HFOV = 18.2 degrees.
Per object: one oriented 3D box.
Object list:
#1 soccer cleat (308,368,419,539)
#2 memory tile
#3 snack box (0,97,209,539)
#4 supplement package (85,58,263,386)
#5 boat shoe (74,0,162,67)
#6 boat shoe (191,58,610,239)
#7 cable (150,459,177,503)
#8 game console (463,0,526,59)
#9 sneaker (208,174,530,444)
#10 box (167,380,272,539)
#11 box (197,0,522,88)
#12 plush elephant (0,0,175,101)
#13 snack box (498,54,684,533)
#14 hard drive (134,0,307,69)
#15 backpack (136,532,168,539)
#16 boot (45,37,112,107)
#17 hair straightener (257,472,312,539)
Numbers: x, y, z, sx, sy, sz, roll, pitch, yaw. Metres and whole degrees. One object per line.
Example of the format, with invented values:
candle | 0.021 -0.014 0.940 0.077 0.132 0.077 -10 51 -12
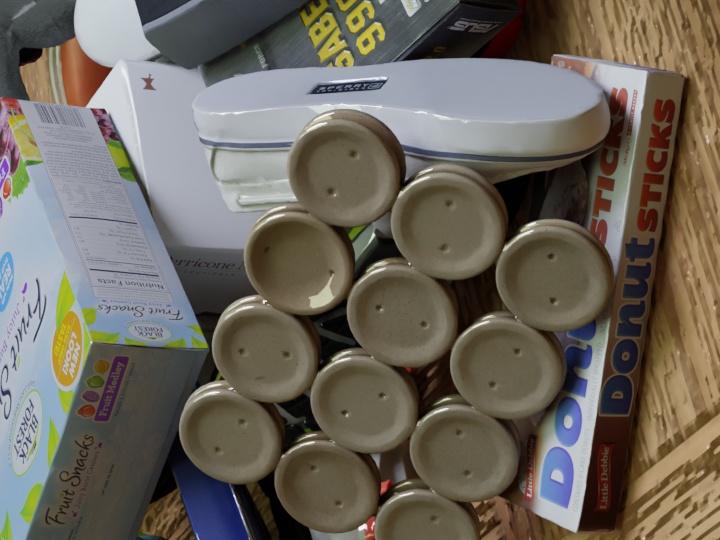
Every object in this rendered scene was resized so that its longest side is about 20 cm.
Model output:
soccer cleat | -0.005 0.104 1.108 0.077 0.069 0.201 -28 54 35
memory tile | 0.011 0.037 0.986 0.017 0.153 0.201 -62 -3 -59
snack box | -0.155 0.038 1.145 0.200 0.067 0.169 60 137 45
supplement package | -0.112 -0.015 1.260 0.200 0.116 0.118 -45 49 50
boat shoe | -0.074 -0.189 1.207 0.072 0.066 0.200 39 101 15
boat shoe | 0.019 -0.049 0.994 0.199 0.071 0.070 0 117 26
cable | -0.154 0.113 1.282 0.051 0.163 0.200 60 -176 -4
game console | 0.023 -0.206 1.088 0.176 0.031 0.201 23 107 41
sneaker | 0.000 0.000 1.081 0.200 0.074 0.081 -47 24 7
box | -0.062 0.141 1.133 0.200 0.032 0.121 73 175 -51
box | -0.026 -0.162 1.082 0.158 0.048 0.201 -38 64 35
plush elephant | -0.202 -0.176 1.289 0.164 0.200 0.155 -36 21 0
snack box | 0.098 0.009 0.986 0.072 0.024 0.201 19 103 58
hard drive | -0.044 -0.192 1.037 0.200 0.042 0.136 -30 69 38
backpack | -0.128 0.217 1.226 0.200 0.153 0.164 32 -142 -84
boot | -0.129 -0.156 1.354 0.107 0.075 0.201 37 117 50
hair straightener | -0.039 0.120 1.159 0.041 0.077 0.200 -40 48 20
